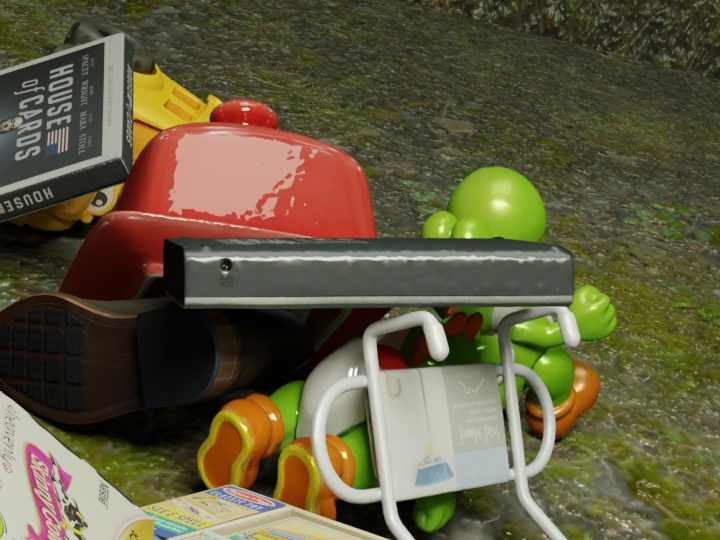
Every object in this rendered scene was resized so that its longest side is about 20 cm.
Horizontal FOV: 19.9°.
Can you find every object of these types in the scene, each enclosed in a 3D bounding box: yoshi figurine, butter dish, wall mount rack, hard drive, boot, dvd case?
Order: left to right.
[{"bbox_3d":[-0.245,-0.081,1.360,0.198,0.025,0.151,-18,38,8],"label":"dvd case"},{"bbox_3d":[-0.121,0.048,1.168,0.199,0.076,0.096,2,3,41],"label":"boot"},{"bbox_3d":[-0.076,-0.035,1.272,0.197,0.149,0.200,10,-24,-15],"label":"butter dish"},{"bbox_3d":[0.000,0.000,1.080,0.198,0.033,0.140,0,2,-10],"label":"hard drive"},{"bbox_3d":[0.006,0.093,1.142,0.112,0.113,0.199,-22,2,44],"label":"yoshi figurine"},{"bbox_3d":[0.068,0.107,1.063,0.074,0.176,0.199,-13,-7,41],"label":"wall mount rack"},{"bbox_3d":[0.095,0.011,1.284,0.111,0.201,0.113,-19,51,7],"label":"yoshi figurine"}]

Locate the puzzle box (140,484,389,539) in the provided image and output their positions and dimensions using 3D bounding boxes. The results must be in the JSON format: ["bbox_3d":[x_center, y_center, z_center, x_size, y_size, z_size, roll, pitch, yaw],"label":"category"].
[{"bbox_3d":[-0.036,0.146,0.957,0.199,0.026,0.132,13,13,38],"label":"puzzle box"}]

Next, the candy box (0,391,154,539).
[{"bbox_3d":[-0.176,0.092,0.843,0.200,0.061,0.137,43,13,-18],"label":"candy box"}]

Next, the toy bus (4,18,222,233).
[{"bbox_3d":[-0.164,-0.077,1.530,0.191,0.136,0.200,29,17,-4],"label":"toy bus"}]
